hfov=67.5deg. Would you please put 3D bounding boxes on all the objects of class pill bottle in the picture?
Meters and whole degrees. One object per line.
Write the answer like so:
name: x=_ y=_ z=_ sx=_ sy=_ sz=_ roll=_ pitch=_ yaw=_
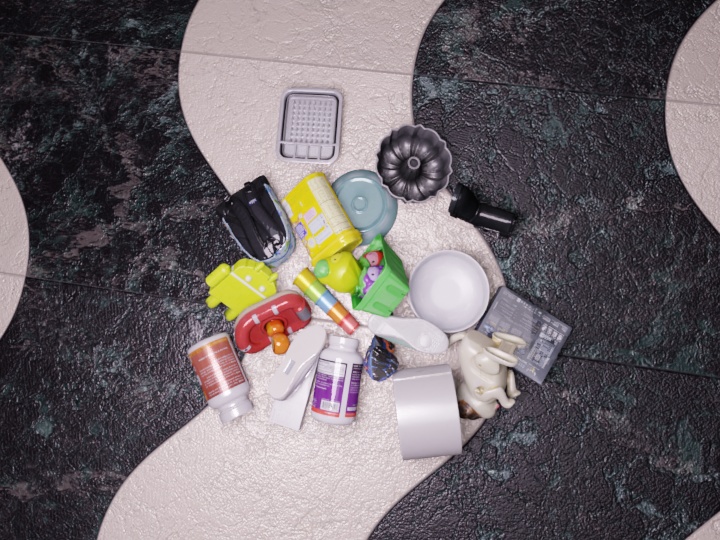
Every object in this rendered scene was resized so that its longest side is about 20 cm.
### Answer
pill bottle: x=-0.342 y=0.267 z=1.336 sx=0.111 sy=0.112 sz=0.203 roll=-25 pitch=82 yaw=1
pill bottle: x=-0.054 y=0.265 z=1.313 sx=0.110 sy=0.112 sz=0.205 roll=8 pitch=84 yaw=5

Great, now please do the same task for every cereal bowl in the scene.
cereal bowl: x=0.213 y=0.053 z=1.330 sx=0.195 sy=0.083 sz=0.205 roll=0 pitch=84 yaw=4

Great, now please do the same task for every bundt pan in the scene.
bundt pan: x=0.128 y=-0.260 z=1.366 sx=0.197 sy=0.076 sz=0.207 roll=1 pitch=82 yaw=-6

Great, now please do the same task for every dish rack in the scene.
dish rack: x=-0.132 y=-0.377 z=1.426 sx=0.168 sy=0.044 sz=0.205 roll=4 pitch=84 yaw=6

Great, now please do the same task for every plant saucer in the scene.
plant saucer: x=-0.001 y=-0.167 z=1.396 sx=0.195 sy=0.036 sz=0.205 roll=-1 pitch=84 yaw=5

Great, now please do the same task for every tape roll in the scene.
tape roll: x=0.151 y=0.325 z=1.246 sx=0.136 sy=0.203 sz=0.207 roll=-8 pitch=83 yaw=4

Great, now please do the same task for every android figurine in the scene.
android figurine: x=-0.289 y=0.048 z=1.340 sx=0.198 sy=0.041 sz=0.182 roll=-34 pitch=123 yaw=23

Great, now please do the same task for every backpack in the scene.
backpack: x=-0.247 y=-0.107 z=1.366 sx=0.162 sy=0.154 sz=0.201 roll=-36 pitch=61 yaw=-3

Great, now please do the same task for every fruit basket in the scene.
fruit basket: x=0.000 y=0.000 z=1.277 sx=0.215 sy=0.215 sz=0.156 roll=41 pitch=109 yaw=8

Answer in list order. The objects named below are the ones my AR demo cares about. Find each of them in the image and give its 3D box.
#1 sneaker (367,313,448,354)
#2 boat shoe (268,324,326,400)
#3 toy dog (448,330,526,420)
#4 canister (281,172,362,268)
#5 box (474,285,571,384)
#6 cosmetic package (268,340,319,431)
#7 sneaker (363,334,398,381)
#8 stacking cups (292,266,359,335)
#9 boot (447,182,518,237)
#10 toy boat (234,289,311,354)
sneaker: x=0.122 y=0.148 z=1.304 sx=0.197 sy=0.118 sz=0.075 roll=17 pitch=86 yaw=16
boat shoe: x=-0.143 y=0.225 z=1.296 sx=0.071 sy=0.069 sz=0.202 roll=23 pitch=74 yaw=19
toy dog: x=0.279 y=0.255 z=1.253 sx=0.190 sy=0.140 sz=0.204 roll=13 pitch=111 yaw=14
canister: x=-0.101 y=-0.124 z=1.356 sx=0.148 sy=0.086 sz=0.202 roll=-36 pitch=79 yaw=32
box: x=0.390 y=0.157 z=1.320 sx=0.198 sy=0.051 sz=0.160 roll=30 pitch=87 yaw=7
cosmetic package: x=-0.160 y=0.286 z=1.350 sx=0.081 sy=0.051 sz=0.204 roll=16 pitch=85 yaw=4
sneaker: x=0.043 y=0.221 z=1.276 sx=0.074 sy=0.200 sz=0.079 roll=30 pitch=101 yaw=0
stacking cups: x=-0.081 y=0.078 z=1.368 sx=0.199 sy=0.061 sz=0.061 roll=42 pitch=88 yaw=4
boot: x=0.295 y=-0.139 z=1.293 sx=0.160 sy=0.198 sz=0.075 roll=23 pitch=88 yaw=13
toy boat: x=-0.209 y=0.148 z=1.316 sx=0.197 sy=0.131 sz=0.132 roll=-26 pitch=50 yaw=2
